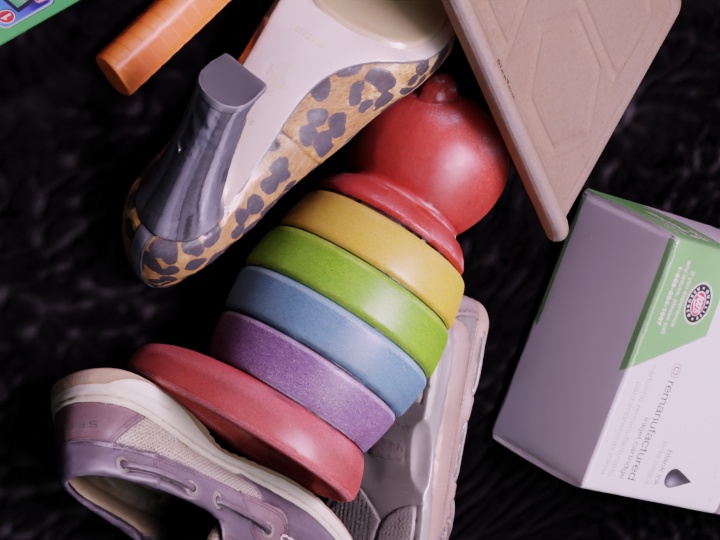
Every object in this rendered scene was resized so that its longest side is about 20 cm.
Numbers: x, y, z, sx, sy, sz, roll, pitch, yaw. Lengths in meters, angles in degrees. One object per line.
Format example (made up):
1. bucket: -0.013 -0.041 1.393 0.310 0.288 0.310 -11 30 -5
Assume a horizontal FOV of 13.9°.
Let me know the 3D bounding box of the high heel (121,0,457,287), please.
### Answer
1. high heel: -0.032 -0.070 1.406 0.200 0.071 0.143 -29 157 -42

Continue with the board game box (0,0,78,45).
1. board game box: -0.171 -0.181 1.207 0.134 0.029 0.200 -26 134 18

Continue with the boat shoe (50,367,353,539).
1. boat shoe: -0.078 0.120 1.419 0.200 0.072 0.065 42 45 -37

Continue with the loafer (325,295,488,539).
1. loafer: 0.027 0.108 1.515 0.063 0.072 0.201 0 106 -46

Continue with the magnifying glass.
1. magnifying glass: -0.046 -0.157 1.374 0.200 0.022 0.080 -46 131 -16

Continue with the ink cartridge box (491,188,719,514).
1. ink cartridge box: 0.187 0.053 1.606 0.200 0.084 0.146 13 100 -41

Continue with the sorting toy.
1. sorting toy: 0.091 -0.144 1.435 0.185 0.036 0.200 63 39 -37

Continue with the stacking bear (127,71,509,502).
1. stacking bear: 0.000 0.000 1.423 0.121 0.114 0.200 40 77 -44
